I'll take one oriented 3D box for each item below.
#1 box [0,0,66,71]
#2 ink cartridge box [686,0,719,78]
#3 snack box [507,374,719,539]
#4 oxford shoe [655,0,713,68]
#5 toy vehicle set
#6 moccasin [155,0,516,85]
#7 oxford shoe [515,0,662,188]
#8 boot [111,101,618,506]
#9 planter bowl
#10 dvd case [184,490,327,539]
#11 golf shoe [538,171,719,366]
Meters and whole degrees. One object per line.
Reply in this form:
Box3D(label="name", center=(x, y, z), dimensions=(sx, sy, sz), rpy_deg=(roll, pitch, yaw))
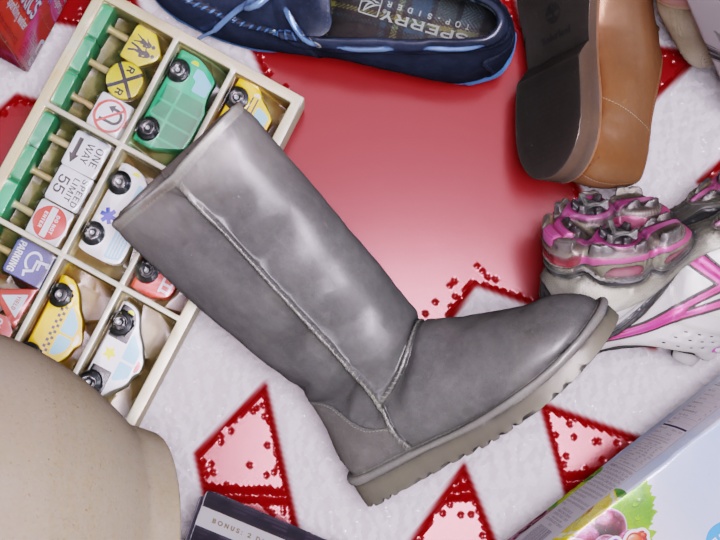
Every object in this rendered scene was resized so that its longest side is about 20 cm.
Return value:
Box3D(label="box", center=(-0.188, -0.178, 0.720), dimensions=(0.095, 0.200, 0.100), rpy_deg=(28, 84, -1))
Box3D(label="ink cartridge box", center=(0.220, -0.145, 0.731), dimensions=(0.066, 0.200, 0.116), rpy_deg=(30, 82, 34))
Box3D(label="snack box", center=(0.198, 0.148, 0.756), dimensions=(0.199, 0.068, 0.169), rpy_deg=(-37, 95, -6))
Box3D(label="oxford shoe", center=(0.218, -0.192, 0.813), dimensions=(0.070, 0.074, 0.200), rpy_deg=(29, 67, 39))
Box3D(label="toy vehicle set", center=(-0.128, -0.029, 0.793), dimensions=(0.123, 0.027, 0.202), rpy_deg=(27, 84, 1))
Box3D(label="moccasin", center=(-0.014, -0.150, 0.789), dimensions=(0.197, 0.068, 0.082), rpy_deg=(9, 84, 1))
Box3D(label="oxford shoe", center=(0.127, -0.140, 0.806), dimensions=(0.071, 0.071, 0.203), rpy_deg=(10, 81, -30))
Box3D(label="boot", center=(0.000, 0.000, 0.737), dimensions=(0.181, 0.073, 0.201), rpy_deg=(-34, 94, 21))
Box3D(label="planter bowl", center=(-0.163, 0.127, 0.706), dimensions=(0.133, 0.200, 0.203), rpy_deg=(11, 83, -25))
Box3D(label="dvd case", center=(-0.038, 0.220, 0.720), dimensions=(0.147, 0.016, 0.202), rpy_deg=(24, 56, -9))
Box3D(label="golf shoe", center=(0.185, 0.000, 0.789), dimensions=(0.197, 0.073, 0.093), rpy_deg=(-7, 119, -10))
